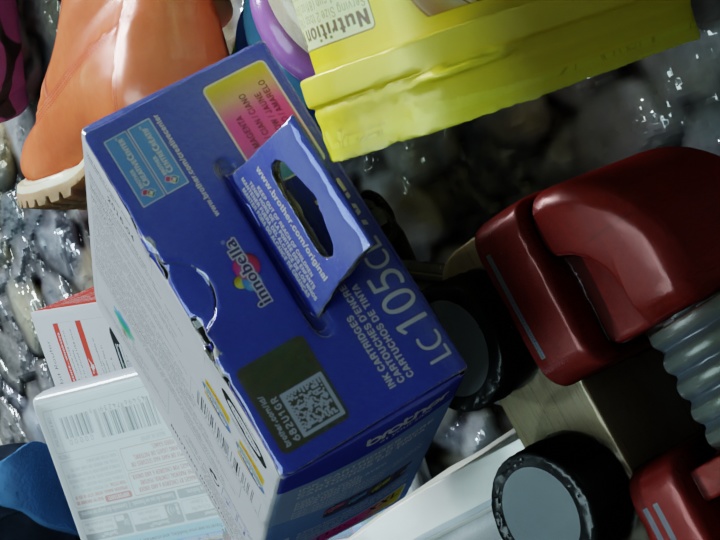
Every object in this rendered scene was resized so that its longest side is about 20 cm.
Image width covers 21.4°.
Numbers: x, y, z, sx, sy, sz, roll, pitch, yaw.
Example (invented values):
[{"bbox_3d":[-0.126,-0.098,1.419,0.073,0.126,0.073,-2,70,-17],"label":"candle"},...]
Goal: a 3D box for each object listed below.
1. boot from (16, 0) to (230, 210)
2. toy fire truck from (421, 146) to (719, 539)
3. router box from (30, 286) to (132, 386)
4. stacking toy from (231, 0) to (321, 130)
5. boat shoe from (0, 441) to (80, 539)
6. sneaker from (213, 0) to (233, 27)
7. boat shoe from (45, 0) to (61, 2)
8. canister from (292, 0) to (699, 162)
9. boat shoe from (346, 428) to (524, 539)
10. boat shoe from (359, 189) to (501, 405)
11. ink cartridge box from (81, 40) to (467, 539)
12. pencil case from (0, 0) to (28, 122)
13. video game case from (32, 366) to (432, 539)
[{"bbox_3d":[-0.101,-0.081,0.807,0.200,0.074,0.108,-19,79,64],"label":"boot"},{"bbox_3d":[0.120,0.037,0.612,0.200,0.128,0.177,-36,78,45],"label":"toy fire truck"},{"bbox_3d":[-0.089,0.101,1.014,0.179,0.049,0.202,-6,104,57],"label":"router box"},{"bbox_3d":[-0.027,-0.079,0.787,0.086,0.085,0.200,61,152,9],"label":"stacking toy"},{"bbox_3d":[-0.185,0.135,1.082,0.200,0.068,0.085,58,-163,-63],"label":"boat shoe"},{"bbox_3d":[-0.052,-0.165,0.789,0.077,0.076,0.200,44,148,-5],"label":"sneaker"},{"bbox_3d":[-0.144,-0.167,0.918,0.074,0.060,0.202,-11,100,57],"label":"boat shoe"},{"bbox_3d":[0.021,-0.150,0.601,0.086,0.148,0.202,-14,96,41],"label":"canister"},{"bbox_3d":[0.049,0.116,0.796,0.200,0.072,0.069,-37,83,39],"label":"boat shoe"},{"bbox_3d":[0.000,0.000,0.798,0.199,0.070,0.067,19,94,45],"label":"boat shoe"},{"bbox_3d":[-0.034,0.016,0.668,0.137,0.076,0.200,58,166,14],"label":"ink cartridge box"},{"bbox_3d":[-0.238,-0.176,1.030,0.093,0.091,0.202,2,114,17],"label":"pencil case"},{"bbox_3d":[-0.050,0.125,0.916,0.198,0.022,0.184,-15,97,30],"label":"video game case"}]
